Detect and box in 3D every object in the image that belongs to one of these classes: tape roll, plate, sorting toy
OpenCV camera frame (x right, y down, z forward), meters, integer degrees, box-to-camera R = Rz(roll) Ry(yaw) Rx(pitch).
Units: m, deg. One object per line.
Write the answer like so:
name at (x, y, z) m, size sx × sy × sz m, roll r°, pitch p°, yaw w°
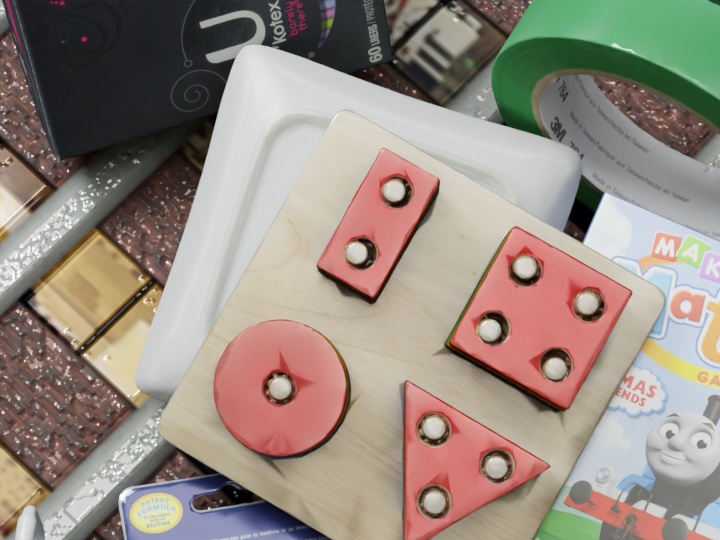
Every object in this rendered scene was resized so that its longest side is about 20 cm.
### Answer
tape roll at (0.166, -0.076, 1.327) m, size 0.200 × 0.201 × 0.048 m, roll 30°, pitch 69°, yaw 10°
plate at (0.000, 0.000, 1.341) m, size 0.199 × 0.032 × 0.200 m, roll 18°, pitch 88°, yaw -2°
sorting toy at (0.026, 0.048, 1.282) m, size 0.200 × 0.070 × 0.199 m, roll 30°, pitch 87°, yaw 2°

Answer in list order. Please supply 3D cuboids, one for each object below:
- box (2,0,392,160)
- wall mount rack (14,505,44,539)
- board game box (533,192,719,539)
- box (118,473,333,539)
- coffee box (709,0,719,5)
box at (-0.096, -0.161, 1.380) m, size 0.199 × 0.123 × 0.106 m, roll -18°, pitch 39°, yaw -8°
wall mount rack at (-0.233, 0.204, 1.275) m, size 0.199 × 0.075 × 0.174 m, roll 4°, pitch 69°, yaw 1°
board game box at (0.159, 0.080, 1.329) m, size 0.151 × 0.037 × 0.201 m, roll 23°, pitch 85°, yaw 8°
box at (-0.055, 0.204, 1.302) m, size 0.121 × 0.032 × 0.201 m, roll -8°, pitch 71°, yaw -5°
coffee box at (0.275, -0.175, 1.452) m, size 0.200 × 0.044 × 0.123 m, roll 40°, pitch 73°, yaw 13°
